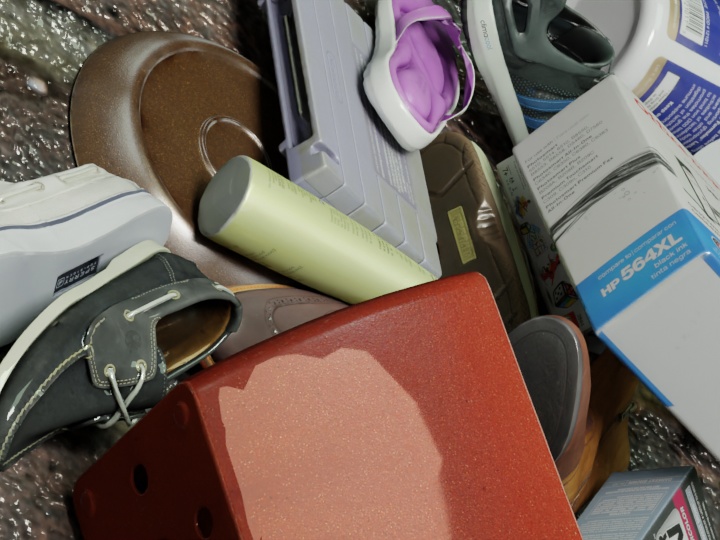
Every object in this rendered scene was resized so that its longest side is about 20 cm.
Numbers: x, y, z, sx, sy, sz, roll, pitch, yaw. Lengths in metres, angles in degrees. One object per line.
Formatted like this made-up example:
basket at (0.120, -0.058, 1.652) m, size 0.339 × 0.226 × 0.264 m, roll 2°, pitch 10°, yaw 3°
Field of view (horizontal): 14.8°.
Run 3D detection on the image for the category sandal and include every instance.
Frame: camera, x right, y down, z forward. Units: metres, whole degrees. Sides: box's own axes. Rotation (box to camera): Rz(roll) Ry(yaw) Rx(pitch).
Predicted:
sandal at (0.046, -0.130, 1.729) m, size 0.083 × 0.050 × 0.203 m, roll 54°, pitch 20°, yaw -20°

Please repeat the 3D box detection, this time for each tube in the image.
tube at (0.000, 0.000, 1.573) m, size 0.200 × 0.052 × 0.058 m, roll 28°, pitch 37°, yaw -30°

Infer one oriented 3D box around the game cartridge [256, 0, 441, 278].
game cartridge at (-0.008, -0.090, 1.663) m, size 0.130 × 0.038 × 0.200 m, roll 48°, pitch 23°, yaw -41°

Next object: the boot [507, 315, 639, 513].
boot at (0.132, 0.079, 1.617) m, size 0.068 × 0.189 × 0.200 m, roll 18°, pitch 30°, yaw 25°

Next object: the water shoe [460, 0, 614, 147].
water shoe at (0.132, -0.116, 1.791) m, size 0.200 × 0.079 × 0.072 m, roll 56°, pitch 28°, yaw -43°

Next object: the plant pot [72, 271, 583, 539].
plant pot at (-0.027, 0.136, 1.392) m, size 0.176 × 0.200 × 0.201 m, roll -4°, pitch 65°, yaw -37°

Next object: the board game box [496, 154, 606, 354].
board game box at (0.166, -0.002, 1.787) m, size 0.200 × 0.035 × 0.127 m, roll 16°, pitch 50°, yaw -58°

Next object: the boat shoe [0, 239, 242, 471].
boat shoe at (-0.132, 0.048, 1.417) m, size 0.068 × 0.072 × 0.200 m, roll 32°, pitch 36°, yaw 14°

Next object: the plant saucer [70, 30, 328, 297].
plant saucer at (-0.080, -0.059, 1.604) m, size 0.200 × 0.032 × 0.201 m, roll 29°, pitch 43°, yaw -30°

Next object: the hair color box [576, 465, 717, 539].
hair color box at (0.147, 0.205, 1.591) m, size 0.200 × 0.060 × 0.099 m, roll -45°, pitch 120°, yaw -51°

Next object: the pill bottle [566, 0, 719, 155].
pill bottle at (0.233, -0.133, 1.930) m, size 0.200 × 0.116 × 0.116 m, roll 24°, pitch 47°, yaw -35°

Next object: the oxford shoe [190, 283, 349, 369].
oxford shoe at (-0.006, 0.046, 1.554) m, size 0.200 × 0.072 × 0.071 m, roll 14°, pitch 75°, yaw -40°

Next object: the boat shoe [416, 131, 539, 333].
boat shoe at (0.082, 0.013, 1.696) m, size 0.076 × 0.071 × 0.201 m, roll 34°, pitch 44°, yaw -55°

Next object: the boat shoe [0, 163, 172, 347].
boat shoe at (-0.184, -0.013, 1.436) m, size 0.070 × 0.071 × 0.200 m, roll 36°, pitch 36°, yaw 22°

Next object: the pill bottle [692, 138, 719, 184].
pill bottle at (0.295, -0.011, 1.870) m, size 0.200 × 0.116 × 0.117 m, roll 33°, pitch 40°, yaw -49°

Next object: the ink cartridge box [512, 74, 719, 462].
ink cartridge box at (0.182, -0.003, 1.624) m, size 0.146 × 0.084 × 0.200 m, roll 43°, pitch 17°, yaw -33°
